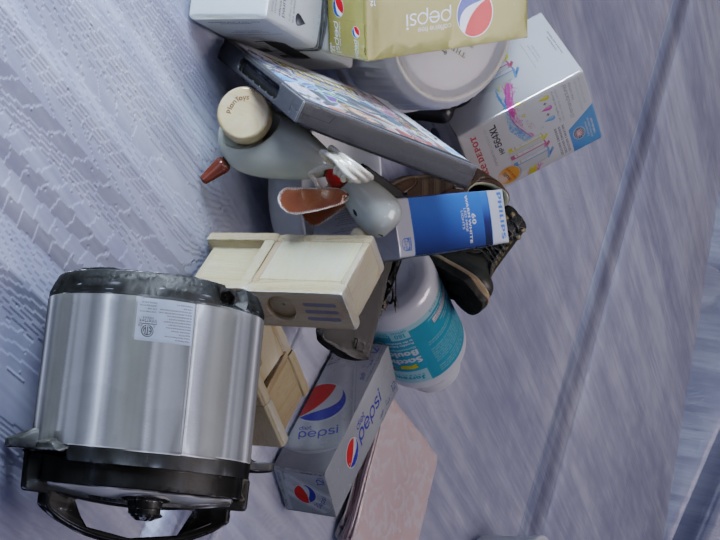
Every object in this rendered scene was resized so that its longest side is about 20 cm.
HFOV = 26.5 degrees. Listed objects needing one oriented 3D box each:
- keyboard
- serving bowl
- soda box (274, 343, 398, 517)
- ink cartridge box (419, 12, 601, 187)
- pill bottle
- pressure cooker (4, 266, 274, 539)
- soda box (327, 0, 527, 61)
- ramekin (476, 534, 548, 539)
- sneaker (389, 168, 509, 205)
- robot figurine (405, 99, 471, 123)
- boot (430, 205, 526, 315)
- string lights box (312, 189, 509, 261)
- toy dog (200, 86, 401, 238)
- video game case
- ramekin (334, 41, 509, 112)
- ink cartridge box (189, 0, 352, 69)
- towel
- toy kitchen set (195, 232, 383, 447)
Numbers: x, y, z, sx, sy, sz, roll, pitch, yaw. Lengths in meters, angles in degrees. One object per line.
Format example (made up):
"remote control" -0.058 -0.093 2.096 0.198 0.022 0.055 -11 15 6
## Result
"keyboard" 0.000 0.000 1.576 0.104 0.039 0.202 34 61 -38
"serving bowl" -0.044 -0.087 1.563 0.200 0.065 0.203 4 90 -66
"soda box" -0.024 0.167 1.651 0.201 0.063 0.069 -62 148 -43
"ink cartridge box" 0.176 -0.197 1.901 0.126 0.198 0.129 62 1 41
"pill bottle" 0.058 0.063 1.767 0.201 0.109 0.112 60 40 -51
"pressure cooker" -0.167 0.109 1.174 0.178 0.174 0.203 22 70 -61
"soda box" 0.066 -0.248 1.472 0.198 0.067 0.065 -14 111 -33
"ramekin" 0.207 0.475 2.192 0.200 0.096 0.204 5 90 -67
"sneaker" 0.090 -0.076 1.786 0.199 0.075 0.071 -25 121 -36
"robot figurine" 0.091 -0.270 1.784 0.124 0.150 0.202 28 60 -18
"boot" 0.147 -0.025 1.773 0.078 0.138 0.200 54 -5 -15
"string lights box" 0.053 -0.043 1.527 0.199 0.102 0.060 -8 90 -52
"toy dog" -0.068 -0.083 1.395 0.097 0.199 0.132 -53 153 1
"video game case" -0.013 -0.146 1.405 0.198 0.181 0.026 18 105 -35
"ramekin" 0.069 -0.258 1.574 0.200 0.094 0.205 -10 108 -33
"ink cartridge box" -0.073 -0.283 1.444 0.200 0.083 0.147 15 80 -67
"towel" 0.033 0.268 1.840 0.200 0.032 0.193 55 45 -55
"toy kitchen set" -0.068 0.096 1.392 0.164 0.178 0.202 -61 142 -42
